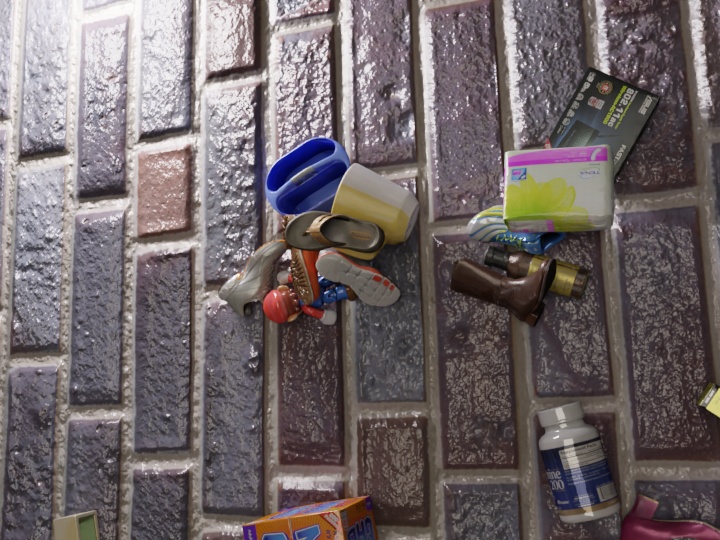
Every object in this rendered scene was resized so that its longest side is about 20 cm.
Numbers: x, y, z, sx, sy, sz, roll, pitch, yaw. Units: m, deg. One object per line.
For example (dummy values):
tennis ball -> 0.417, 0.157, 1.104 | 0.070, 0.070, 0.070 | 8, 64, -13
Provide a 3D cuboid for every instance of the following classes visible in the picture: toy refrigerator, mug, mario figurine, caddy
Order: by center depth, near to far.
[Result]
mug -> 0.029, -0.108, 1.556 | 0.153, 0.149, 0.187 | 21, 87, 11
mario figurine -> -0.112, 0.056, 1.623 | 0.199, 0.106, 0.124 | -19, 41, 4
caddy -> -0.108, -0.196, 1.625 | 0.200, 0.105, 0.142 | -32, 75, 11
toy refrigerator -> -0.624, 0.648, 1.692 | 0.070, 0.076, 0.201 | -15, 77, 15

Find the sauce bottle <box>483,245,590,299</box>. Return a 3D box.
sauce bottle -> 0.341, -0.002, 1.475 | 0.199, 0.065, 0.065 | 20, 89, 21

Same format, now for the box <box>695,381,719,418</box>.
box -> 0.692, 0.271, 1.317 | 0.200, 0.075, 0.050 | 33, 95, 18

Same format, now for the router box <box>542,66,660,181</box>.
router box -> 0.465, -0.274, 1.473 | 0.150, 0.062, 0.200 | 29, 92, 18

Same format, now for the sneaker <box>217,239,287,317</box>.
sneaker -> -0.216, 0.019, 1.657 | 0.200, 0.076, 0.092 | -45, 79, 16

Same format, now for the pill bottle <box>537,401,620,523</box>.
pill bottle -> 0.392, 0.348, 1.383 | 0.111, 0.111, 0.201 | -18, 77, 15

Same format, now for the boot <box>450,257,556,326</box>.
boot -> 0.264, 0.009, 1.452 | 0.200, 0.187, 0.064 | 28, 50, 20

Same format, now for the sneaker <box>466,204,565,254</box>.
sneaker -> 0.306, -0.077, 1.470 | 0.199, 0.076, 0.105 | -13, 39, 15

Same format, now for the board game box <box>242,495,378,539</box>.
board game box -> -0.083, 0.563, 1.461 | 0.199, 0.200, 0.201 | -14, 78, 15

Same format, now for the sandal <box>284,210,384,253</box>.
sandal -> -0.054, -0.072, 1.462 | 0.199, 0.055, 0.082 | 10, 87, 16

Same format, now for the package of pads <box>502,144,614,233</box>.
package of pads -> 0.367, -0.148, 1.405 | 0.199, 0.068, 0.155 | -2, 68, 20

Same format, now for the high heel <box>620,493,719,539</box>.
high heel -> 0.563, 0.477, 1.327 | 0.200, 0.067, 0.096 | 21, 79, 25

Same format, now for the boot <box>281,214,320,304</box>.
boot -> -0.094, -0.026, 1.565 | 0.107, 0.075, 0.201 | -1, 66, -23

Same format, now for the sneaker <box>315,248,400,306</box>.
sneaker -> 0.000, 0.000, 1.550 | 0.077, 0.200, 0.082 | -44, 29, 28
